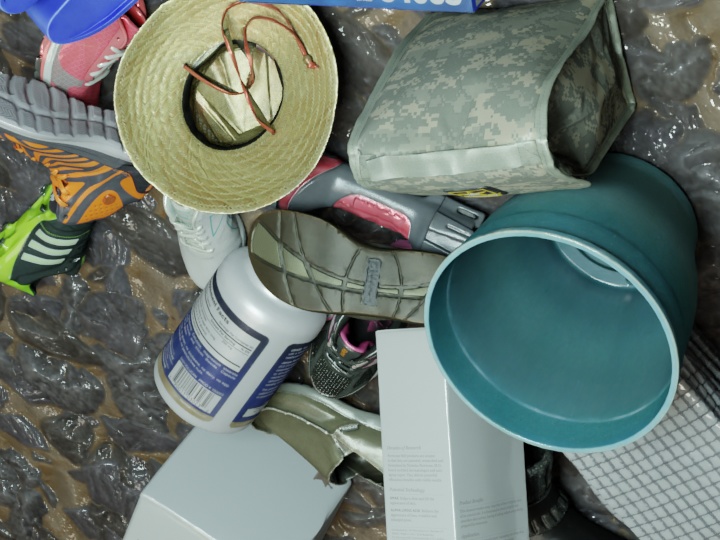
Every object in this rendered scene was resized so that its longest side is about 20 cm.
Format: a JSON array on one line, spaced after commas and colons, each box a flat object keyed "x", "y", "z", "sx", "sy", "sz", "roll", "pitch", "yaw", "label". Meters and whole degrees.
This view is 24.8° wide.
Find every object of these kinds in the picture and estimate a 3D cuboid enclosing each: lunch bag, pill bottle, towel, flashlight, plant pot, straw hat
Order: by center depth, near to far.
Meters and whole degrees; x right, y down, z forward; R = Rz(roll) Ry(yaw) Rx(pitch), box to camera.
[{"x": 0.099, "y": -0.117, "z": 1.234, "sx": 0.164, "sy": 0.200, "sz": 0.118, "roll": -1, "pitch": 121, "yaw": 29, "label": "lunch bag"}, {"x": 0.178, "y": 0.008, "z": 1.286, "sx": 0.200, "sy": 0.188, "sz": 0.200, "roll": 15, "pitch": 128, "yaw": 20, "label": "plant pot"}, {"x": -0.104, "y": -0.150, "z": 1.397, "sx": 0.201, "sy": 0.085, "sz": 0.201, "roll": 1, "pitch": 98, "yaw": 7, "label": "straw hat"}, {"x": 0.267, "y": 0.144, "z": 1.407, "sx": 0.200, "sy": 0.086, "sz": 0.166, "roll": 46, "pitch": 133, "yaw": -9, "label": "towel"}, {"x": 0.003, "y": -0.053, "z": 1.423, "sx": 0.200, "sy": 0.068, "sz": 0.068, "roll": 26, "pitch": 148, "yaw": 10, "label": "flashlight"}, {"x": -0.099, "y": 0.048, "z": 1.512, "sx": 0.111, "sy": 0.111, "sz": 0.200, "roll": 37, "pitch": 120, "yaw": 1, "label": "pill bottle"}]

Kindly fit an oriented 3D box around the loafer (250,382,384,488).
[{"x": -0.026, "y": 0.165, "z": 1.578, "sx": 0.200, "sy": 0.070, "sz": 0.075, "roll": 15, "pitch": 153, "yaw": 19, "label": "loafer"}]

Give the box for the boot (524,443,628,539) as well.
[{"x": 0.180, "y": 0.221, "z": 1.509, "sx": 0.211, "sy": 0.079, "sz": 0.158, "roll": 16, "pitch": 128, "yaw": 20, "label": "boot"}]

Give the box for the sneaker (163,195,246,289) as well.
[{"x": -0.150, "y": -0.056, "z": 1.498, "sx": 0.070, "sy": 0.080, "sz": 0.201, "roll": 15, "pitch": 129, "yaw": 17, "label": "sneaker"}]

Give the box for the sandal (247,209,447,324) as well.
[{"x": 0.000, "y": 0.000, "z": 1.398, "sx": 0.200, "sy": 0.055, "sz": 0.082, "roll": 10, "pitch": 92, "yaw": 10, "label": "sandal"}]

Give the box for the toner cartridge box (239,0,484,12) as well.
[{"x": 0.010, "y": -0.241, "z": 1.267, "sx": 0.200, "sy": 0.095, "sz": 0.043, "roll": 7, "pitch": 124, "yaw": 25, "label": "toner cartridge box"}]

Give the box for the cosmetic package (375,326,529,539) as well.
[{"x": 0.081, "y": 0.146, "z": 1.421, "sx": 0.081, "sy": 0.113, "sz": 0.200, "roll": -7, "pitch": 84, "yaw": 40, "label": "cosmetic package"}]

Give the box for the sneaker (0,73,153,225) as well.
[{"x": -0.274, "y": -0.098, "z": 1.456, "sx": 0.200, "sy": 0.078, "sz": 0.112, "roll": 18, "pitch": 128, "yaw": -24, "label": "sneaker"}]

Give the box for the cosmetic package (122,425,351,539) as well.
[{"x": -0.139, "y": 0.278, "z": 1.669, "sx": 0.166, "sy": 0.167, "sz": 0.200, "roll": 31, "pitch": 131, "yaw": 7, "label": "cosmetic package"}]

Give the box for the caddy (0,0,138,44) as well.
[{"x": -0.227, "y": -0.279, "z": 1.304, "sx": 0.200, "sy": 0.141, "sz": 0.105, "roll": -39, "pitch": 61, "yaw": 11, "label": "caddy"}]

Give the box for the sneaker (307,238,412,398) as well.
[{"x": -0.004, "y": 0.055, "z": 1.489, "sx": 0.080, "sy": 0.086, "sz": 0.200, "roll": 35, "pitch": 133, "yaw": 5, "label": "sneaker"}]

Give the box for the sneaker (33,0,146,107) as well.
[{"x": -0.231, "y": -0.206, "z": 1.441, "sx": 0.087, "sy": 0.074, "sz": 0.200, "roll": 22, "pitch": 130, "yaw": 13, "label": "sneaker"}]

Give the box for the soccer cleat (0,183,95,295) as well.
[{"x": -0.290, "y": -0.040, "z": 1.605, "sx": 0.081, "sy": 0.068, "sz": 0.200, "roll": 34, "pitch": 132, "yaw": -29, "label": "soccer cleat"}]
